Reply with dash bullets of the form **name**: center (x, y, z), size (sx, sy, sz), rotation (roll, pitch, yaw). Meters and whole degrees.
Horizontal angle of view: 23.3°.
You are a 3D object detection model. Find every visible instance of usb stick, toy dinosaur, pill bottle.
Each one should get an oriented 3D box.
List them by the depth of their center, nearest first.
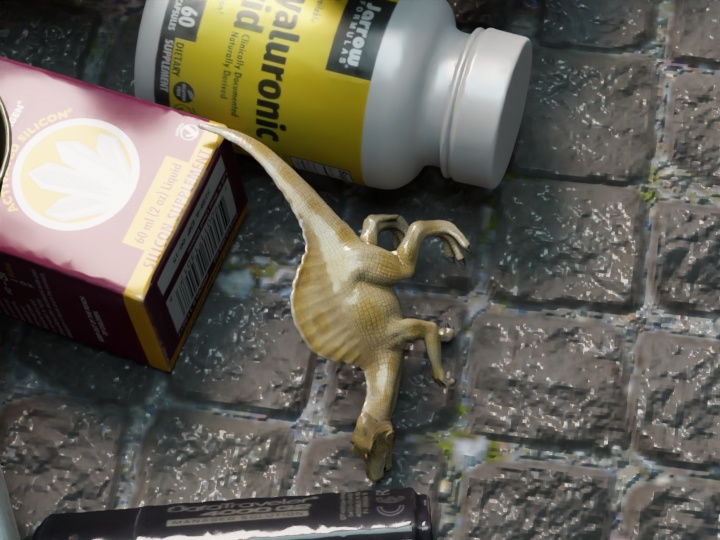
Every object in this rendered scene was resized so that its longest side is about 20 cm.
- **usb stick**: center (-0.064, 0.131, 0.852), size (0.197, 0.056, 0.033), rotation (-5, 105, 2)
- **toy dinosaur**: center (0.000, 0.000, 0.881), size (0.101, 0.058, 0.202), rotation (-21, 87, -36)
- **pill bottle**: center (-0.013, -0.107, 0.942), size (0.198, 0.112, 0.112), rotation (14, 63, 11)

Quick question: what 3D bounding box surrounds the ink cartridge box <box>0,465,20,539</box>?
- **ink cartridge box**: center (-0.279, 0.123, 0.875), size (0.198, 0.044, 0.175), rotation (-20, 63, -6)

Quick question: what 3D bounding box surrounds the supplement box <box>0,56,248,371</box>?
- **supplement box**: center (-0.174, -0.039, 0.931), size (0.198, 0.086, 0.111), rotation (18, 64, 14)

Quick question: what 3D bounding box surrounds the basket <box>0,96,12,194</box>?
- **basket**: center (-0.243, -0.004, 0.804), size (0.178, 0.201, 0.137), rotation (0, 60, -6)
